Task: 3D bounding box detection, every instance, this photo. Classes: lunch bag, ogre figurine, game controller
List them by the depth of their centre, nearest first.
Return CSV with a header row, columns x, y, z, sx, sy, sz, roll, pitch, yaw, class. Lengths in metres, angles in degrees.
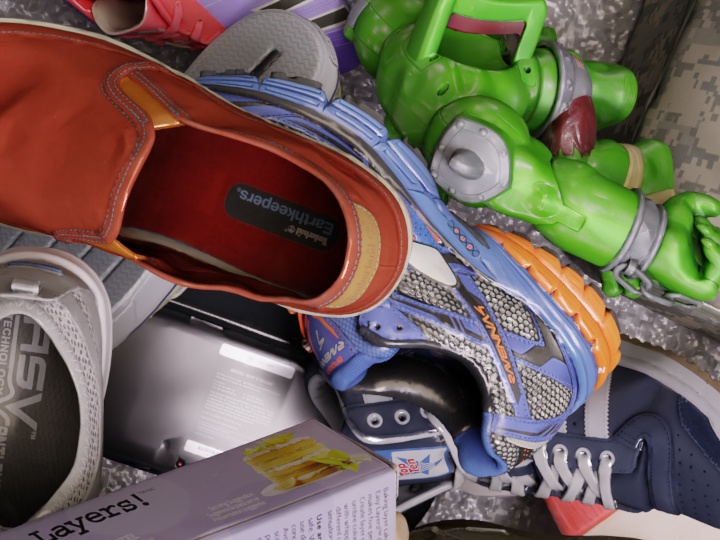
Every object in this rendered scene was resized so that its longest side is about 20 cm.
x,y,z,sx,sy,sz,roll,pitch,yaw,class
0.060,-0.062,0.830,0.119,0.098,0.201,17,45,-29,ogre figurine
0.193,-0.068,0.885,0.139,0.168,0.201,25,84,-15,lunch bag
-0.049,0.046,0.891,0.199,0.042,0.105,21,100,-15,game controller

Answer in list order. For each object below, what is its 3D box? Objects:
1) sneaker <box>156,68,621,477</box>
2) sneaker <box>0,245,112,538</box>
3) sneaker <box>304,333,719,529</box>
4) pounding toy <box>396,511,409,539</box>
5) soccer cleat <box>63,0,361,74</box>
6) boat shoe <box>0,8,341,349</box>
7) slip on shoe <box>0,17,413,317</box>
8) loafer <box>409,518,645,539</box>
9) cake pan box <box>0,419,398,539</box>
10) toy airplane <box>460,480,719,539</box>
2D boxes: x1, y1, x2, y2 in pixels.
x,y,z,sx,sy,sz,roll,pitch,yaw,class
0.000,0.000,0.745,0.199,0.075,0.079,33,62,-4,sneaker
-0.120,0.092,0.668,0.074,0.082,0.201,1,90,-2,sneaker
0.065,0.068,0.814,0.108,0.200,0.070,-39,143,-24,sneaker
-0.108,0.133,0.786,0.183,0.200,0.143,14,87,-16,pounding toy
-0.071,-0.112,0.832,0.200,0.068,0.074,27,52,-39,soccer cleat
-0.079,-0.016,0.821,0.200,0.062,0.072,-42,61,-3,boat shoe
-0.079,-0.035,0.694,0.199,0.061,0.074,21,97,7,slip on shoe
0.039,0.134,0.831,0.067,0.200,0.077,5,76,-39,loafer
-0.069,0.167,0.658,0.183,0.052,0.201,-18,118,-33,cake pan box
0.122,0.132,0.880,0.198,0.141,0.201,9,104,5,toy airplane
